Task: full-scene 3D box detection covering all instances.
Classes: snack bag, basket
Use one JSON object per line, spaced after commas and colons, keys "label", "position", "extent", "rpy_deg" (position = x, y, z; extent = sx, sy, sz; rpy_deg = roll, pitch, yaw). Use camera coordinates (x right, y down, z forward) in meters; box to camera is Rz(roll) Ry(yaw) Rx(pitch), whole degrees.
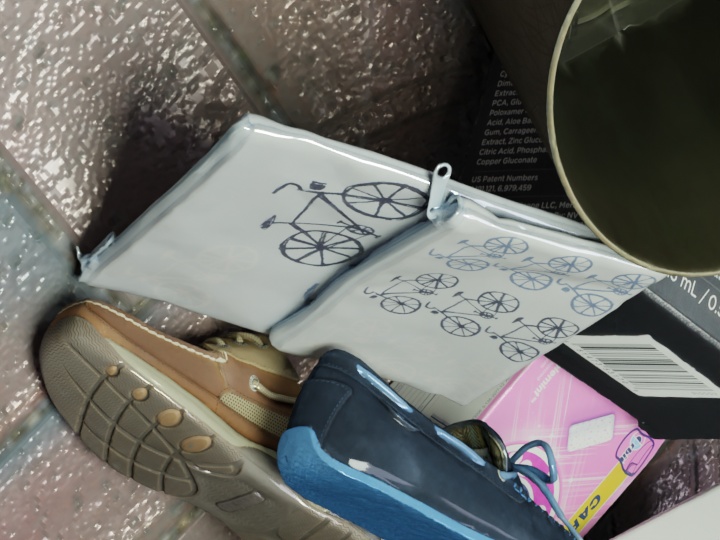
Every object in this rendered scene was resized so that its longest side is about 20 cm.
{"label": "snack bag", "position": [0.000, 0.000, 1.093], "extent": [0.199, 0.188, 0.022], "rpy_deg": [18, 64, -22]}
{"label": "basket", "position": [0.105, -0.125, 1.064], "extent": [0.135, 0.200, 0.181], "rpy_deg": [-26, 133, -1]}

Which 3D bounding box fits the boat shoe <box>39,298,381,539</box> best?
{"label": "boat shoe", "position": [-0.064, 0.065, 1.183], "extent": [0.200, 0.075, 0.072], "rpy_deg": [40, 51, -35]}

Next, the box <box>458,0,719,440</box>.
{"label": "box", "position": [0.154, -0.046, 1.219], "extent": [0.196, 0.117, 0.201], "rpy_deg": [33, 65, -44]}

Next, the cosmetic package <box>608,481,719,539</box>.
{"label": "cosmetic package", "position": [0.177, 0.232, 1.343], "extent": [0.166, 0.168, 0.200], "rpy_deg": [-22, 154, -28]}

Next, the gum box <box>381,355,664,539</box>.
{"label": "gum box", "position": [0.047, 0.114, 1.291], "extent": [0.200, 0.066, 0.114], "rpy_deg": [-49, 132, -8]}

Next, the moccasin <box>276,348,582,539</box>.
{"label": "moccasin", "position": [0.049, 0.097, 1.184], "extent": [0.200, 0.080, 0.069], "rpy_deg": [36, 58, -41]}
